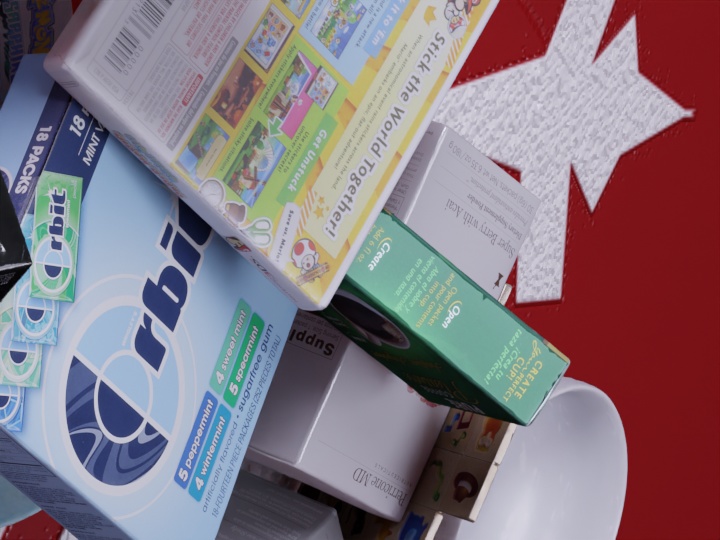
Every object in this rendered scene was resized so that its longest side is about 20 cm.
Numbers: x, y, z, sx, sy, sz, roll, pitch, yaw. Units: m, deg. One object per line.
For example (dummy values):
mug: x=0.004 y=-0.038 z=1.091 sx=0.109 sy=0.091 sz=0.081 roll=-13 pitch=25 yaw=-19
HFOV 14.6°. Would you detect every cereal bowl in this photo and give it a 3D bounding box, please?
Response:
cereal bowl: x=0.082 y=0.155 z=1.771 sx=0.200 sy=0.083 sz=0.201 roll=-28 pitch=127 yaw=-44

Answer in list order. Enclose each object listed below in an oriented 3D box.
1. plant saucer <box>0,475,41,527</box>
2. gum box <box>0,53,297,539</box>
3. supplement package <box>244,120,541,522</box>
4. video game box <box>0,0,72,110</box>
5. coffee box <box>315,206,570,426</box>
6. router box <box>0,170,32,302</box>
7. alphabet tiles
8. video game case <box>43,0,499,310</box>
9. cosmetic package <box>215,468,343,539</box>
plant saucer: x=-0.181 y=0.029 z=1.379 sx=0.201 sy=0.039 sz=0.202 roll=-23 pitch=124 yaw=-39
gum box: x=-0.114 y=0.027 z=1.284 sx=0.200 sy=0.044 sz=0.171 roll=48 pitch=54 yaw=-47
supplement package: x=-0.009 y=0.016 z=1.546 sx=0.121 sy=0.119 sz=0.201 roll=33 pitch=79 yaw=-54
video game box: x=-0.210 y=-0.136 z=1.265 sx=0.182 sy=0.047 sz=0.201 roll=-34 pitch=131 yaw=-43
coffee box: x=0.000 y=0.000 z=1.398 sx=0.200 sy=0.123 sz=0.044 roll=39 pitch=78 yaw=-19
router box: x=-0.249 y=-0.042 z=1.131 sx=0.199 sy=0.051 sz=0.150 roll=-12 pitch=74 yaw=-31
alphabet tiles: x=0.035 y=0.080 z=1.588 sx=0.008 sy=0.200 sz=0.168 roll=28 pitch=82 yaw=-26
video game case: x=-0.033 y=-0.115 z=1.289 sx=0.182 sy=0.023 sz=0.201 roll=44 pitch=63 yaw=-31
cosmetic package: x=-0.095 y=0.216 z=1.557 sx=0.200 sy=0.090 sz=0.107 roll=-47 pitch=142 yaw=-34
